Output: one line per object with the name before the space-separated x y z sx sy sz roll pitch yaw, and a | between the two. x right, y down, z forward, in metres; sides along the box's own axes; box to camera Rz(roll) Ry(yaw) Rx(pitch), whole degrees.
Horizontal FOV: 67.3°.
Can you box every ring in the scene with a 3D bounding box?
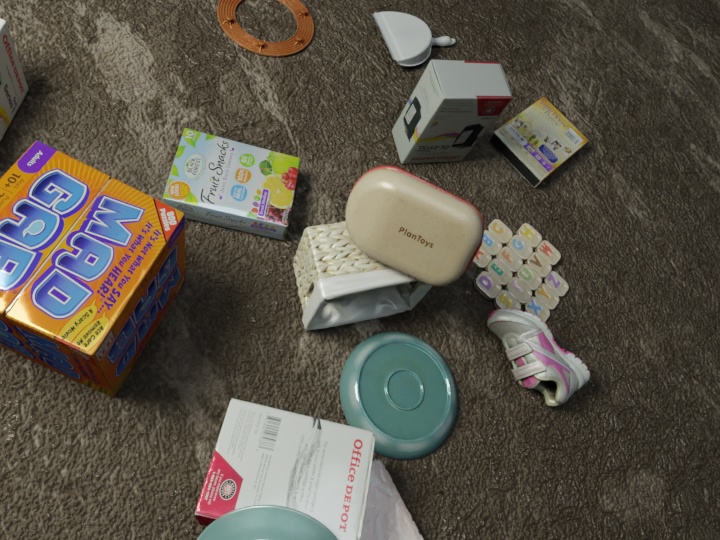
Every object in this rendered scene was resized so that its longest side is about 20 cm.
ring | -0.191 -0.520 1.109 0.198 0.019 0.203 8 62 -15

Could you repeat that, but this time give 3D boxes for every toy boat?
toy boat | 0.077 -0.075 0.790 0.198 0.132 0.131 26 23 -2

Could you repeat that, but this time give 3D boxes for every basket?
basket | 0.000 0.000 0.853 0.198 0.136 0.125 -10 66 -23

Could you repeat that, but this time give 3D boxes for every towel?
towel | -0.001 0.390 0.721 0.189 0.032 0.201 -24 73 -25

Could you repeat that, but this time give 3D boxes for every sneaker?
sneaker | 0.289 0.146 0.907 0.200 0.082 0.088 41 58 5

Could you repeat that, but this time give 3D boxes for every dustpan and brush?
dustpan and brush | 0.133 -0.512 1.200 0.198 0.057 0.141 -16 72 -17

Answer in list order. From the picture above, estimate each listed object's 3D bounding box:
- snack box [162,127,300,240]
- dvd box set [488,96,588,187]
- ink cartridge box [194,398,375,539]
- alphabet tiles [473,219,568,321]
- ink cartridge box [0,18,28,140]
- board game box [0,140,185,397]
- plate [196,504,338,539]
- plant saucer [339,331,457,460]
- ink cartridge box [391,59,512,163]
snack box | -0.209 -0.142 0.899 0.197 0.053 0.144 12 61 -12
dvd box set | 0.389 -0.283 1.178 0.199 0.029 0.147 -38 80 -28
ink cartridge box | -0.092 0.268 0.698 0.197 0.084 0.147 14 54 -2
alphabet tiles | 0.299 -0.003 1.022 0.196 0.015 0.200 44 60 6
ink cartridge box | -0.572 -0.252 0.778 0.083 0.145 0.202 13 61 -12
board game box | -0.361 0.008 0.690 0.198 0.200 0.201 25 60 -4
plate | -0.107 0.367 0.628 0.197 0.026 0.203 0 102 2
plant saucer | 0.066 0.188 0.845 0.197 0.027 0.203 8 63 -15
ink cartridge box | 0.163 -0.288 1.009 0.144 0.200 0.084 -7 70 -21
